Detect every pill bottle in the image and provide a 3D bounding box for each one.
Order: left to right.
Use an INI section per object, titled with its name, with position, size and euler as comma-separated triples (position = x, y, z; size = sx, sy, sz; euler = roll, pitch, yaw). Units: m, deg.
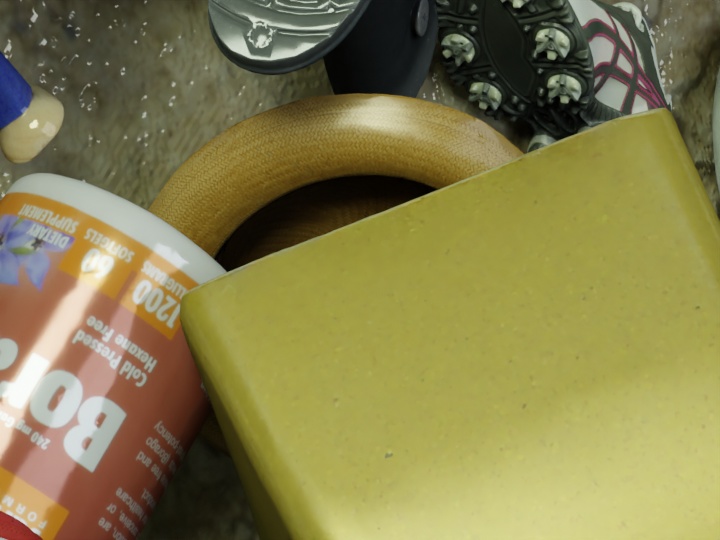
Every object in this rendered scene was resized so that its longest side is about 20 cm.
[pill bottle]
position = -0.131, 0.074, 0.838
size = 0.112, 0.112, 0.201
euler = 40, 70, -32

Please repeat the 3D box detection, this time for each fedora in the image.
[fedora]
position = 0.000, 0.000, 0.945
size = 0.201, 0.200, 0.082
euler = 55, 23, -23

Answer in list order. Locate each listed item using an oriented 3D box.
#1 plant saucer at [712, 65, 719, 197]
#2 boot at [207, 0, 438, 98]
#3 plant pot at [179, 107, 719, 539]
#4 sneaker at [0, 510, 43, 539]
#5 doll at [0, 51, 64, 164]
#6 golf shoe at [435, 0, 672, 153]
[plant saucer]
position = 0.265, -0.052, 1.220
size = 0.199, 0.050, 0.202
euler = 17, 67, -45
[boot]
position = -0.010, -0.113, 0.925
size = 0.200, 0.065, 0.166
euler = 86, 21, -68
[plant pot]
position = 0.070, 0.102, 0.811
size = 0.193, 0.201, 0.196
euler = -21, 144, -5
[sneaker]
position = -0.184, 0.052, 0.761
size = 0.071, 0.198, 0.113
euler = 65, 37, -60
[doll]
position = -0.198, -0.096, 0.810
size = 0.136, 0.049, 0.200
euler = -44, 132, 10
[golf shoe]
position = 0.097, -0.105, 1.080
size = 0.200, 0.077, 0.089
euler = 57, 46, -43
